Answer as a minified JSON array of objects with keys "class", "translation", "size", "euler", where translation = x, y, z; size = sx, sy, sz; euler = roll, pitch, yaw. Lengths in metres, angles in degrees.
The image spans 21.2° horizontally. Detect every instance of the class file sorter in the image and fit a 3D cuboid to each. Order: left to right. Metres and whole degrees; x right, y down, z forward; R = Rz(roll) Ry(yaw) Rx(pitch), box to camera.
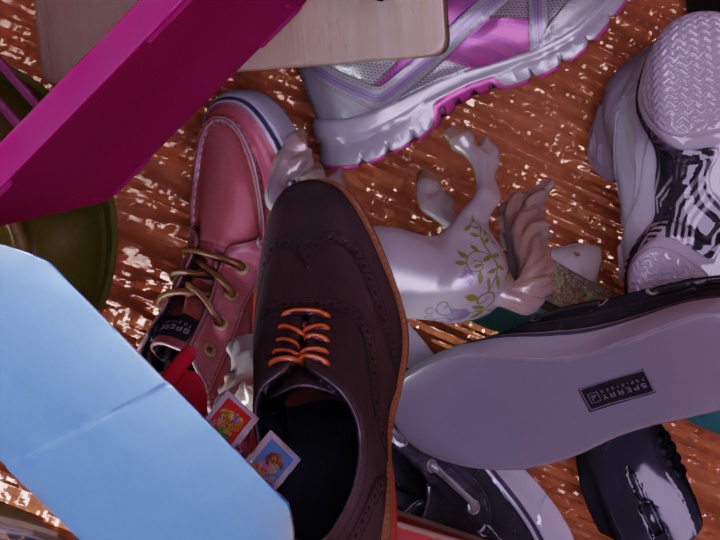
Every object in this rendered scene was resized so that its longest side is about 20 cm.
[{"class":"file sorter","translation":[-0.132,-0.115,0.826],"size":[0.139,0.200,0.125],"euler":[-43,88,11]}]

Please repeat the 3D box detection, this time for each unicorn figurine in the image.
[{"class":"unicorn figurine","translation":[0.000,0.000,0.935],"size":[0.199,0.074,0.138],"euler":[-11,58,7]}]

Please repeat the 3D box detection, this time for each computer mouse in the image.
[{"class":"computer mouse","translation":[0.166,0.159,1.029],"size":[0.058,0.034,0.201],"euler":[-26,71,10]}]

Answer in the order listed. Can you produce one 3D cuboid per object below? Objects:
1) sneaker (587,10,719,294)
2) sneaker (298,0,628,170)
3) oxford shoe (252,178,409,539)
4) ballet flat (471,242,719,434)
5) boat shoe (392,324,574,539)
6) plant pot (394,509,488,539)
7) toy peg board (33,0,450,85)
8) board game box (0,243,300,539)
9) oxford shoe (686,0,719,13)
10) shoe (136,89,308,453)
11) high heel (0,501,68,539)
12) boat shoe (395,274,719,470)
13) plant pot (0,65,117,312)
[{"class":"sneaker","translation":[0.165,-0.032,1.006],"size":[0.075,0.115,0.201],"euler":[2,94,-7]},{"class":"sneaker","translation":[0.052,-0.132,1.000],"size":[0.199,0.081,0.088],"euler":[-28,101,-3]},{"class":"oxford shoe","translation":[-0.015,0.041,0.844],"size":[0.071,0.073,0.201],"euler":[-9,64,6]},{"class":"ballet flat","translation":[0.133,0.023,1.042],"size":[0.199,0.071,0.071],"euler":[25,93,-8]},{"class":"boat shoe","translation":[0.041,0.112,1.015],"size":[0.068,0.072,0.200],"euler":[-45,112,-24]},{"class":"plant pot","translation":[-0.014,0.199,0.913],"size":[0.200,0.200,0.178],"euler":[18,86,-8]},{"class":"toy peg board","translation":[-0.058,-0.200,0.953],"size":[0.198,0.098,0.201],"euler":[-4,98,8]},{"class":"board game box","translation":[-0.104,0.053,0.796],"size":[0.200,0.158,0.039],"euler":[47,55,-11]},{"class":"oxford shoe","translation":[0.232,-0.111,1.042],"size":[0.071,0.071,0.201],"euler":[-25,100,-31]},{"class":"shoe","translation":[-0.070,0.012,0.989],"size":[0.091,0.071,0.201],"euler":[-18,106,-48]},{"class":"high heel","translation":[-0.250,0.182,1.001],"size":[0.199,0.071,0.143],"euler":[7,90,9]},{"class":"boat shoe","translation":[0.111,0.048,0.938],"size":[0.199,0.057,0.069],"euler":[-13,112,26]},{"class":"plant pot","translation":[-0.217,-0.008,0.926],"size":[0.199,0.193,0.201],"euler":[-1,96,-7]}]
